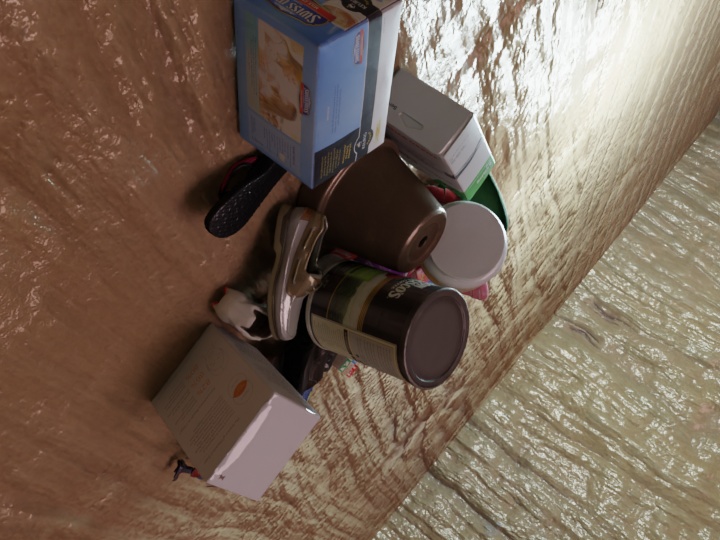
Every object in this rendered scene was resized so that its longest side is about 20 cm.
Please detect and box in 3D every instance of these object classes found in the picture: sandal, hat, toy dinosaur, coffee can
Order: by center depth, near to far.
[{"bbox_3d":[-0.142,-0.114,1.012,0.200,0.045,0.075,-54,168,-37],"label":"sandal"},{"bbox_3d":[0.037,0.075,1.171,0.146,0.199,0.147,-17,115,-43],"label":"coffee can"},{"bbox_3d":[-0.223,0.349,1.360,0.181,0.200,0.105,21,97,-21],"label":"toy dinosaur"},{"bbox_3d":[0.157,-0.119,1.498,0.175,0.166,0.201,-28,108,-8],"label":"hat"}]

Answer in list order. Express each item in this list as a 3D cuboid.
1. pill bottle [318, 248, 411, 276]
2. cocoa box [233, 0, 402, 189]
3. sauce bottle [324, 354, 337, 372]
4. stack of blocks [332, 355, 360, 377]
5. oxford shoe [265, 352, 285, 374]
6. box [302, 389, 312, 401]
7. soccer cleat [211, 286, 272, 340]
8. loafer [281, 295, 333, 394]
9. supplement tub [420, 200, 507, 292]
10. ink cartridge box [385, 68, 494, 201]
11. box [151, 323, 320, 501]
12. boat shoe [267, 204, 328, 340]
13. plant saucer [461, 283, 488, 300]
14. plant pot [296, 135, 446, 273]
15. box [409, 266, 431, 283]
[{"bbox_3d":[0.000,0.000,1.342,0.200,0.112,0.113,-36,152,-36],"label":"pill bottle"},{"bbox_3d":[-0.052,-0.222,0.899,0.131,0.133,0.201,-38,153,-31],"label":"cocoa box"},{"bbox_3d":[-0.030,0.099,1.486,0.066,0.066,0.201,-7,128,-60],"label":"sauce bottle"},{"bbox_3d":[0.006,0.108,1.574,0.200,0.058,0.115,-51,157,-5],"label":"stack of blocks"},{"bbox_3d":[-0.162,0.176,1.363,0.200,0.071,0.072,63,23,-77],"label":"oxford shoe"},{"bbox_3d":[-0.093,0.171,1.426,0.121,0.032,0.201,-57,165,-69],"label":"box"},{"bbox_3d":[-0.153,0.080,1.207,0.069,0.077,0.200,-53,158,0],"label":"soccer cleat"},{"bbox_3d":[-0.077,0.110,1.293,0.071,0.073,0.201,-15,135,-41],"label":"loafer"},{"bbox_3d":[0.171,-0.039,1.353,0.146,0.145,0.200,-52,176,-1],"label":"supplement tub"},{"bbox_3d":[0.116,-0.204,1.227,0.084,0.146,0.200,-53,158,0],"label":"ink cartridge box"},{"bbox_3d":[-0.182,0.199,1.138,0.153,0.200,0.106,-52,135,0],"label":"box"},{"bbox_3d":[-0.090,0.009,1.146,0.075,0.068,0.201,-55,152,-72],"label":"boat shoe"},{"bbox_3d":[0.203,-0.031,1.621,0.051,0.201,0.201,-18,153,1],"label":"plant saucer"},{"bbox_3d":[0.028,-0.087,1.196,0.200,0.174,0.201,-41,155,-24],"label":"plant pot"},{"bbox_3d":[0.115,-0.013,1.564,0.100,0.095,0.200,-46,156,-14],"label":"box"}]
